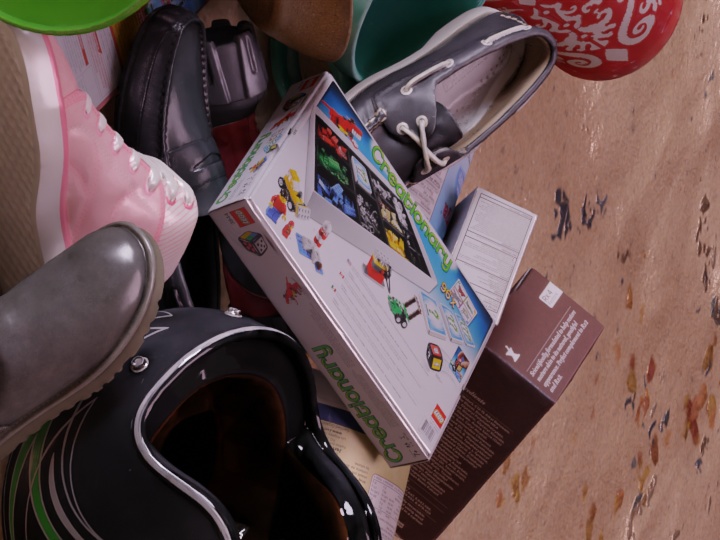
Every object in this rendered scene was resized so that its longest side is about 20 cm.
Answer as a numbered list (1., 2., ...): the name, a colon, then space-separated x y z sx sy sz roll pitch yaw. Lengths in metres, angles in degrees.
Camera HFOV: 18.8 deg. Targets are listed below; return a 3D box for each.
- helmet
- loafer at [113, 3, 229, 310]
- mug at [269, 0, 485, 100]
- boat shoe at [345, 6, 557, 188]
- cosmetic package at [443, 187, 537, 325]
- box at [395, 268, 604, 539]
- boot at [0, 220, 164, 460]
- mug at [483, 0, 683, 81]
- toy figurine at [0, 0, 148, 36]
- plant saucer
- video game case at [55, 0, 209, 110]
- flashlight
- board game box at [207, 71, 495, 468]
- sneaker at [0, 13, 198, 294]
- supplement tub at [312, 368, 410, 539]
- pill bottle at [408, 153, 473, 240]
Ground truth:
1. helmet: -0.099 0.124 1.175 0.192 0.199 0.200 61 17 22
2. loafer: -0.101 -0.051 1.248 0.068 0.070 0.202 -28 126 -60
3. mug: -0.002 -0.199 1.370 0.185 0.114 0.152 -45 159 -10
4. boat shoe: 0.044 -0.094 1.363 0.200 0.060 0.074 -39 126 -27
5. cosmetic package: 0.061 0.012 1.497 0.083 0.050 0.200 -67 -173 -15
6. box: 0.081 0.101 1.544 0.100 0.075 0.200 -50 175 -47
7. boot: -0.203 0.025 1.026 0.182 0.073 0.200 -47 148 6
8. mug: 0.137 -0.246 1.679 0.134 0.178 0.200 -50 152 14
9. toy figurine: -0.106 -0.227 1.099 0.200 0.150 0.184 -48 177 24
10. plant saucer: -0.058 -0.212 1.246 0.035 0.200 0.202 -17 119 -15
11. video game case: -0.144 -0.175 1.212 0.200 0.017 0.144 -52 140 -46
12. flashlight: -0.064 -0.048 1.308 0.068 0.067 0.202 -111 -171 -68
13. board game box: 0.000 0.000 1.280 0.201 0.034 0.127 55 40 -23
14. sneaker: -0.144 -0.059 1.146 0.104 0.075 0.202 -29 131 -31
15. supplement tub: -0.053 0.168 1.327 0.144 0.143 0.202 40 61 -59
16. pill bottle: 0.008 -0.047 1.441 0.109 0.108 0.201 56 48 -52
